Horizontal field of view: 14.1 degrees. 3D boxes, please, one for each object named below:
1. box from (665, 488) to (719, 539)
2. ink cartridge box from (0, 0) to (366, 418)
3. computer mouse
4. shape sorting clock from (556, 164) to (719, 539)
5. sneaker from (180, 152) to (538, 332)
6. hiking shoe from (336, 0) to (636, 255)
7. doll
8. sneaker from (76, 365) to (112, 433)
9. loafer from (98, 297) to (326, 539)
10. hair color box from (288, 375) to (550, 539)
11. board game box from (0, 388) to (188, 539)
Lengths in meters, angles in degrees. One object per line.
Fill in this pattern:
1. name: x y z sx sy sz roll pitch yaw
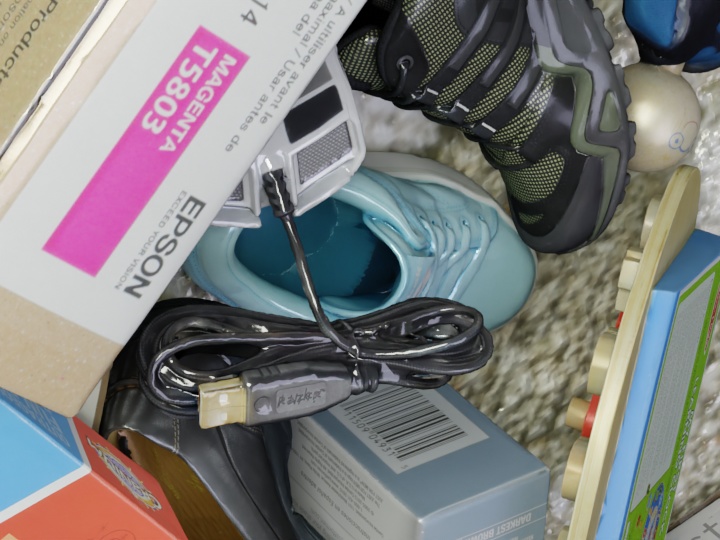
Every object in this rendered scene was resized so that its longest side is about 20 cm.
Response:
1. box: 0.224 0.154 1.279 0.200 0.097 0.177 -31 137 -17
2. ink cartridge box: -0.083 -0.086 0.804 0.075 0.165 0.200 30 99 -43
3. computer mouse: -0.035 -0.052 0.900 0.109 0.044 0.200 -14 86 -14
4. shape sorting clock: 0.095 0.058 1.076 0.200 0.039 0.200 15 90 -76
5. sneaker: 0.000 0.000 0.994 0.200 0.082 0.074 14 111 -44
6. hiking shoe: 0.027 -0.081 0.979 0.101 0.076 0.200 -24 126 -8
7. doll: 0.129 -0.128 1.018 0.136 0.048 0.200 -5 122 -63
8. sneaker: -0.136 0.071 0.955 0.090 0.067 0.200 -7 128 -21
9. loafer: -0.047 0.112 1.002 0.200 0.073 0.072 67 28 -21
10. hair color box: 0.012 0.136 1.088 0.061 0.099 0.200 -19 130 -30
11. board game box: -0.173 0.103 0.884 0.200 0.040 0.153 -41 133 6
